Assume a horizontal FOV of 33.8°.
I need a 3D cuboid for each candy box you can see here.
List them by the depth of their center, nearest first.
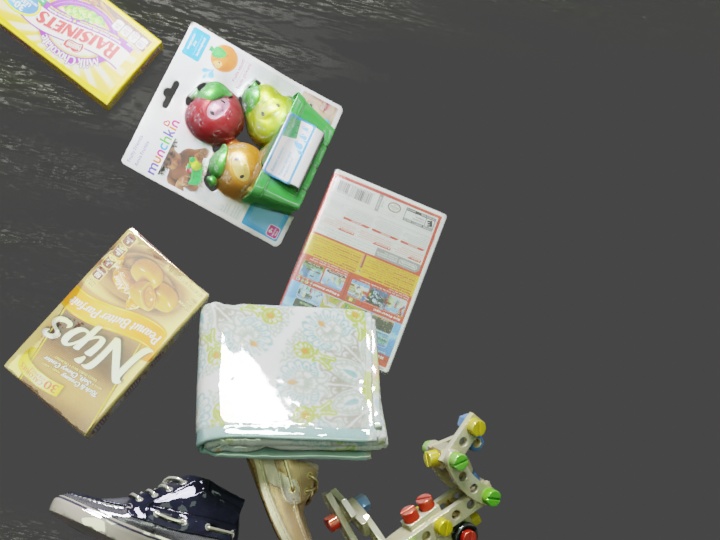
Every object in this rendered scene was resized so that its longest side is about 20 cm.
[{"bbox_3d":[-0.270,0.068,1.277,0.115,0.055,0.200,40,75,2],"label":"candy box"},{"bbox_3d":[-0.337,-0.283,1.365,0.200,0.026,0.102,37,78,2],"label":"candy box"}]

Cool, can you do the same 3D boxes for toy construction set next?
[{"bbox_3d":[0.062,0.248,1.262,0.199,0.092,0.132,-26,109,-7],"label":"toy construction set"}]

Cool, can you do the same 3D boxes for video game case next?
[{"bbox_3d":[0.000,0.000,1.351,0.142,0.017,0.201,22,75,-3],"label":"video game case"}]

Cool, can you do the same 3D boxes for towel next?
[{"bbox_3d":[-0.073,0.117,1.255,0.199,0.048,0.172,3,52,-9],"label":"towel"}]

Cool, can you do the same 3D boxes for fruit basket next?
[{"bbox_3d":[-0.136,-0.152,1.315,0.199,0.094,0.186,31,74,-21],"label":"fruit basket"}]

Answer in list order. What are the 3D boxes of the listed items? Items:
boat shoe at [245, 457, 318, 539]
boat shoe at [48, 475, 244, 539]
[{"bbox_3d":[-0.077,0.219,1.261,0.069,0.074,0.201,-21,80,-6],"label":"boat shoe"},{"bbox_3d":[-0.217,0.250,1.241,0.199,0.075,0.093,24,68,-10],"label":"boat shoe"}]
